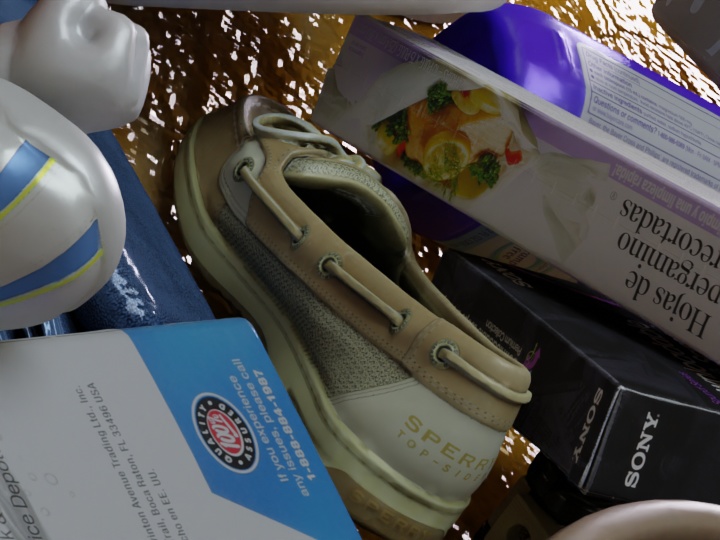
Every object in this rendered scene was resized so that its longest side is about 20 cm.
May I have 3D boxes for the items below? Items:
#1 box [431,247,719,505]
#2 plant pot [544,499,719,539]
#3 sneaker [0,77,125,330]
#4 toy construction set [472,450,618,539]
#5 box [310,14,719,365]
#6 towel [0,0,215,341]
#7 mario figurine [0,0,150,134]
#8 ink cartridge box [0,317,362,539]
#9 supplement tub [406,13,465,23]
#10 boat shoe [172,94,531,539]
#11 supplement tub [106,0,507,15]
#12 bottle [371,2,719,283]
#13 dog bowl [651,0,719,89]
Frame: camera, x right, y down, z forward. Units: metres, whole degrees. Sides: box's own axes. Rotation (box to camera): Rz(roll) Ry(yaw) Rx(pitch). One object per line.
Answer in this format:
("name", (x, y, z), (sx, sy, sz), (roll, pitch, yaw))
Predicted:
("box", (0.129, 0.048, 0.816), (0.199, 0.036, 0.143), (13, 10, -21))
("plant pot", (0.055, 0.177, 0.598), (0.200, 0.175, 0.201), (27, 38, -23))
("sneaker", (-0.157, 0.000, 0.621), (0.199, 0.076, 0.105), (6, 37, 12))
("toy construction set", (0.110, 0.106, 0.839), (0.200, 0.092, 0.131), (19, 30, -54))
("box", (0.064, -0.021, 0.820), (0.041, 0.039, 0.200), (13, 14, -47))
("towel", (-0.107, -0.049, 0.777), (0.200, 0.048, 0.112), (60, 6, 16))
("mario figurine", (-0.111, -0.074, 0.686), (0.123, 0.200, 0.106), (39, 37, -13))
("ink cartridge box", (-0.086, 0.098, 0.649), (0.200, 0.084, 0.145), (-5, 62, -49))
("supplement tub", (0.063, -0.194, 0.983), (0.145, 0.200, 0.145), (28, 39, -26))
("boat shoe", (-0.002, -0.001, 0.813), (0.073, 0.063, 0.201), (31, 18, -27))
("supplement tub", (-0.017, -0.181, 0.862), (0.144, 0.144, 0.201), (-7, 101, -49))
("bottle", (0.098, -0.021, 0.958), (0.200, 0.083, 0.065), (24, 41, -36))
("dog bowl", (0.188, -0.054, 1.046), (0.200, 0.059, 0.200), (44, 9, -9))
